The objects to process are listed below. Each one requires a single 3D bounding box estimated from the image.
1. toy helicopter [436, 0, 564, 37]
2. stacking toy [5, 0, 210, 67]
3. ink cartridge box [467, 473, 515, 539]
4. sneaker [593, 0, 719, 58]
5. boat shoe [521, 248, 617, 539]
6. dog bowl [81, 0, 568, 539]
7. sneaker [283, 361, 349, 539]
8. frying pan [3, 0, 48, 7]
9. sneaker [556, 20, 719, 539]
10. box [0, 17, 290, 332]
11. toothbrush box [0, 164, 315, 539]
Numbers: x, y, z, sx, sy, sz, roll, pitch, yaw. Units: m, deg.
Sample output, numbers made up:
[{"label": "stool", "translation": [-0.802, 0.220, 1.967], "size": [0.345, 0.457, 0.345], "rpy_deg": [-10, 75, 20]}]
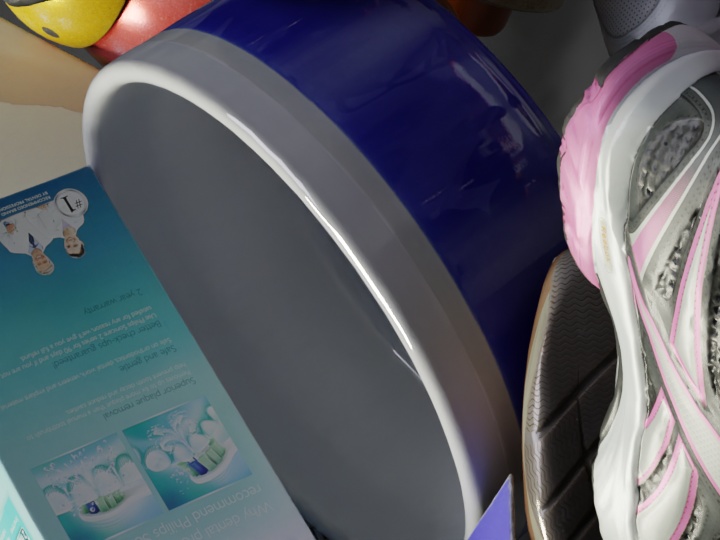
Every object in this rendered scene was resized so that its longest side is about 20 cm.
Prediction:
[{"label": "toy helicopter", "translation": [-0.020, -0.133, 0.949], "size": [0.132, 0.200, 0.079], "rpy_deg": [-82, 15, -64]}, {"label": "stacking toy", "translation": [-0.099, -0.130, 1.099], "size": [0.146, 0.200, 0.147], "rpy_deg": [-27, 58, 57]}, {"label": "ink cartridge box", "translation": [0.008, 0.190, 0.827], "size": [0.198, 0.043, 0.200], "rpy_deg": [115, 157, -55]}, {"label": "sneaker", "translation": [0.067, -0.155, 0.889], "size": [0.075, 0.115, 0.201], "rpy_deg": [-22, 64, 59]}, {"label": "boat shoe", "translation": [0.077, 0.087, 0.818], "size": [0.072, 0.076, 0.201], "rpy_deg": [-170, 74, -72]}, {"label": "dog bowl", "translation": [0.000, 0.000, 0.898], "size": [0.200, 0.079, 0.200], "rpy_deg": [44, 156, 25]}, {"label": "sneaker", "translation": [-0.005, 0.131, 1.005], "size": [0.082, 0.075, 0.201], "rpy_deg": [6, 98, 53]}, {"label": "frying pan", "translation": [-0.034, -0.104, 0.858], "size": [0.190, 0.031, 0.115], "rpy_deg": [-32, 26, 16]}, {"label": "sneaker", "translation": [0.109, 0.039, 0.725], "size": [0.086, 0.080, 0.200], "rpy_deg": [28, 145, 53]}, {"label": "box", "translation": [-0.097, -0.015, 1.083], "size": [0.200, 0.078, 0.095], "rpy_deg": [29, 153, 34]}, {"label": "toothbrush box", "translation": [-0.090, 0.091, 0.933], "size": [0.200, 0.085, 0.147], "rpy_deg": [57, 152, 19]}]
